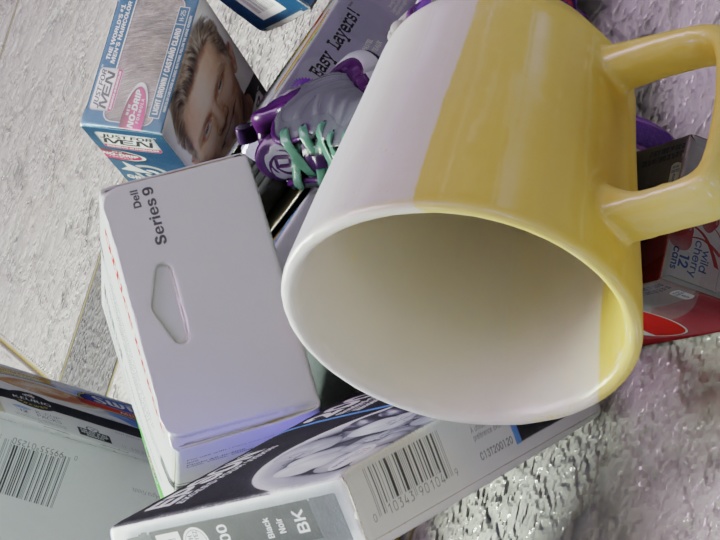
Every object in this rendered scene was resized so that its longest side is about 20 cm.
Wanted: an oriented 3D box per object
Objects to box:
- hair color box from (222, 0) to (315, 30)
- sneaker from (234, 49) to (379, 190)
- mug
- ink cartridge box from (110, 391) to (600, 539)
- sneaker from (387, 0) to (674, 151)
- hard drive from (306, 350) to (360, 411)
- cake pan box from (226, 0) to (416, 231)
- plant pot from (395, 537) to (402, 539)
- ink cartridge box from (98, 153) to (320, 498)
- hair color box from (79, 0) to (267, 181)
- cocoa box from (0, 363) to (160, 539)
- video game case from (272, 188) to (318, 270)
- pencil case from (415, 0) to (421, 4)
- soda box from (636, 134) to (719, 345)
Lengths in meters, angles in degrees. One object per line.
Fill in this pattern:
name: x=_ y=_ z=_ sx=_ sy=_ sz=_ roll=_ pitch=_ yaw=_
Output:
hair color box: x=-0.017 y=-0.255 z=1.592 sx=0.201 sy=0.060 sz=0.100 roll=-58 pitch=15 yaw=-13
sneaker: x=-0.002 y=-0.055 z=1.257 sx=0.200 sy=0.087 sz=0.075 roll=-142 pitch=31 yaw=-70
mug: x=0.072 y=-0.036 z=1.064 sx=0.150 sy=0.185 sz=0.154 roll=82 pitch=-163 yaw=-51
ink cartridge box: x=-0.019 y=0.097 z=1.174 sx=0.199 sy=0.198 sz=0.044 roll=-17 pitch=94 yaw=38
sneaker: x=0.090 y=-0.101 z=1.232 sx=0.084 sy=0.081 sz=0.200 roll=-51 pitch=47 yaw=3
hard drive: x=-0.010 y=0.059 z=1.467 sx=0.139 sy=0.033 sz=0.201 roll=-26 pitch=50 yaw=62
cake pan box: x=-0.040 y=-0.090 z=1.549 sx=0.184 sy=0.052 sz=0.200 roll=-54 pitch=6 yaw=46
plant pot: x=-0.006 y=0.199 z=1.171 sx=0.142 sy=0.200 sz=0.200 roll=-47 pitch=21 yaw=-4
ink cartridge box: x=-0.084 y=0.042 z=1.349 sx=0.200 sy=0.084 sz=0.147 roll=108 pitch=146 yaw=-73
hair color box: x=-0.112 y=-0.096 z=1.647 sx=0.200 sy=0.060 sz=0.101 roll=54 pitch=-133 yaw=-64
cocoa box: x=-0.170 y=0.154 z=1.561 sx=0.134 sy=0.199 sz=0.131 roll=-68 pitch=21 yaw=8
video game case: x=-0.054 y=-0.012 z=1.558 sx=0.144 sy=0.018 sz=0.200 roll=-58 pitch=6 yaw=-28
pencil case: x=0.102 y=-0.197 z=1.323 sx=0.200 sy=0.084 sz=0.085 roll=-58 pitch=-10 yaw=29
soda box: x=0.119 y=-0.006 z=1.147 sx=0.200 sy=0.063 sz=0.070 roll=-16 pitch=58 yaw=66
